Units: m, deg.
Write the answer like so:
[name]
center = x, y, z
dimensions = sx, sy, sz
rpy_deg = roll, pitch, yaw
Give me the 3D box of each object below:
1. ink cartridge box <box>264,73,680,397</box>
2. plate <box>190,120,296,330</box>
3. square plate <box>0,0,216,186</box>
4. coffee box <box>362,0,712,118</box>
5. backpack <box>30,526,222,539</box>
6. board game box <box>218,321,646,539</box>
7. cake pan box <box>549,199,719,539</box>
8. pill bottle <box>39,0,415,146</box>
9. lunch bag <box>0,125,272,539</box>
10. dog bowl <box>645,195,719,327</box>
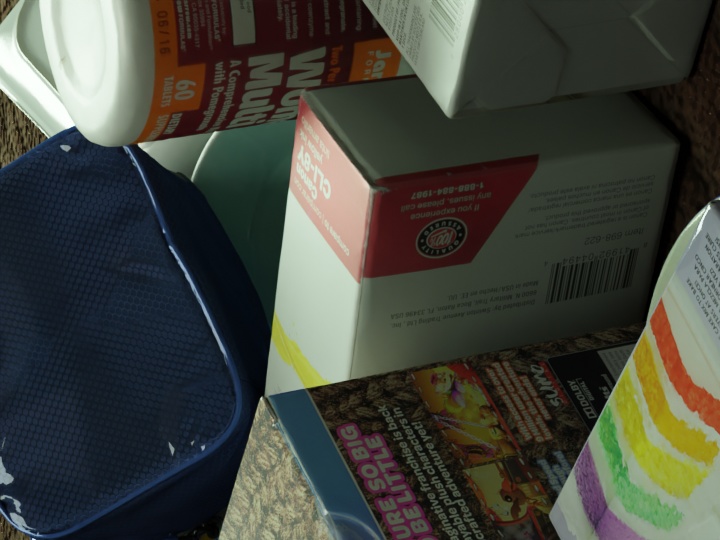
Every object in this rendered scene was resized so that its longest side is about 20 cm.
[ink cartridge box]
center = 0.041, 0.018, 1.083
dimensions = 0.083, 0.145, 0.200
rpy_deg = 51, 143, 46
[plate]
center = 0.000, 0.000, 1.227
dimensions = 0.200, 0.026, 0.201
rpy_deg = 11, 111, 30
[square plate]
center = -0.104, -0.142, 1.313
dimensions = 0.200, 0.028, 0.198
rpy_deg = -50, 48, 7
[coffee box]
center = 0.049, -0.159, 1.041
dimensions = 0.200, 0.114, 0.080
rpy_deg = -122, 33, -41
[backpack]
center = -0.105, 0.162, 1.307
dimensions = 0.134, 0.183, 0.200
rpy_deg = 39, 110, 2
[board game box]
center = 0.070, 0.121, 0.998
dimensions = 0.160, 0.199, 0.097
rpy_deg = 61, 149, 35
[cake pan box]
center = 0.147, 0.104, 0.822
dimensions = 0.184, 0.052, 0.200
rpy_deg = 109, 142, -50
[pill bottle]
center = -0.034, -0.122, 1.126
dimensions = 0.110, 0.199, 0.110
rpy_deg = 35, 130, 57
[lunch bag]
center = -0.110, 0.045, 1.193
dimensions = 0.200, 0.136, 0.132
rpy_deg = 66, -169, 17
[dog bowl]
center = 0.183, 0.061, 0.880
dimensions = 0.200, 0.079, 0.201
rpy_deg = 35, 130, 56
